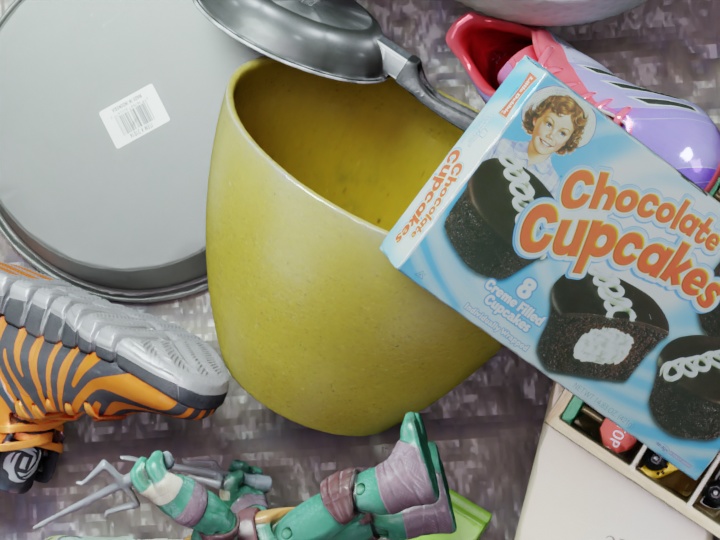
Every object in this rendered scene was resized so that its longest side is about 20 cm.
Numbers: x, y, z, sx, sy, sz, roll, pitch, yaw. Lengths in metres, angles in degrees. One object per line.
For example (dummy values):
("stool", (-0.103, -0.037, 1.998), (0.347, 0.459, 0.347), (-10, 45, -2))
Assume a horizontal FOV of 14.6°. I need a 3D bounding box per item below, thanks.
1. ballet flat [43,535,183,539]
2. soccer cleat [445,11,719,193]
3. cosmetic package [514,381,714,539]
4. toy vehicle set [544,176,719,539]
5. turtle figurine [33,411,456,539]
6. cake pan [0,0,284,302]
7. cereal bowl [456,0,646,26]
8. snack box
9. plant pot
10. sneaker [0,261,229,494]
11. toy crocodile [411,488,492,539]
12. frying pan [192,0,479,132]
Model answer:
("ballet flat", (-0.085, 0.181, 1.479), (0.199, 0.069, 0.071), (25, 54, 37))
("soccer cleat", (0.112, -0.082, 1.435), (0.076, 0.200, 0.067), (29, 96, -33))
("cosmetic package", (0.132, 0.141, 1.468), (0.103, 0.073, 0.201), (13, 86, 7))
("toy vehicle set", (0.196, 0.025, 1.411), (0.124, 0.027, 0.201), (32, 95, 7))
("turtle figurine", (-0.056, 0.128, 1.419), (0.199, 0.150, 0.101), (-15, 87, 5))
("cake pan", (-0.123, -0.084, 1.534), (0.199, 0.037, 0.202), (-1, 85, 6))
("cereal bowl", (0.096, -0.215, 1.484), (0.199, 0.083, 0.201), (2, 69, -6))
("snack box", (0.120, 0.001, 1.343), (0.200, 0.037, 0.116), (34, 97, -24))
("plant pot", (0.000, 0.000, 1.452), (0.199, 0.200, 0.143), (27, 116, 8))
("sneaker", (-0.152, 0.071, 1.487), (0.199, 0.077, 0.113), (21, 97, 44))
("toy crocodile", (0.007, 0.207, 1.487), (0.067, 0.062, 0.201), (26, 84, 8))
("frying pan", (-0.006, -0.113, 1.463), (0.190, 0.115, 0.031), (34, 113, 26))
